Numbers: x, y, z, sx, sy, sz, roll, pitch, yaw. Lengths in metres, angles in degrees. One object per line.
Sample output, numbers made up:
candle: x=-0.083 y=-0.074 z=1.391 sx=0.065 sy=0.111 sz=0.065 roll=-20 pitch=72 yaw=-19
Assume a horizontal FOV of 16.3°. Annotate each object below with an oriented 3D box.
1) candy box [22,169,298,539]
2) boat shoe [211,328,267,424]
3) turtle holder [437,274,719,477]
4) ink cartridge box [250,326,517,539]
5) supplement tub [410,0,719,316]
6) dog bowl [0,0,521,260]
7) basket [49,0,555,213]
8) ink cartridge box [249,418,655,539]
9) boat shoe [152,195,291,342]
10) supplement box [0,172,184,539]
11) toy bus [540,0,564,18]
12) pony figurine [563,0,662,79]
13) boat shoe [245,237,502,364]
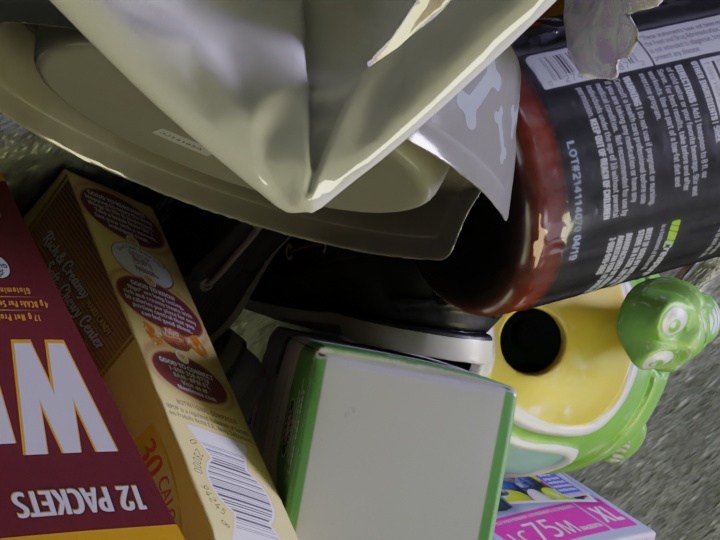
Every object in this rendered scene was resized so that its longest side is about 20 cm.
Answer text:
candy box: x=-0.104 y=0.072 z=0.975 sx=0.115 sy=0.201 sz=0.055 roll=-45 pitch=136 yaw=20
boat shoe: x=-0.092 y=0.120 z=1.051 sx=0.201 sy=0.068 sz=0.075 roll=-57 pitch=-162 yaw=-12
turtle holder: x=0.079 y=0.039 z=1.203 sx=0.131 sy=0.185 sz=0.142 roll=1 pitch=114 yaw=-53
ink cartridge box: x=-0.003 y=0.103 z=1.032 sx=0.084 sy=0.147 sz=0.200 roll=10 pitch=180 yaw=-6
supplement tub: x=0.114 y=-0.053 z=0.976 sx=0.199 sy=0.107 sz=0.107 roll=-14 pitch=149 yaw=-30
dog bowl: x=-0.036 y=-0.066 z=0.850 sx=0.200 sy=0.199 sz=0.059 roll=50 pitch=56 yaw=-67
basket: x=-0.037 y=-0.139 z=0.658 sx=0.135 sy=0.200 sz=0.123 roll=-42 pitch=-163 yaw=14
ink cartridge box: x=0.038 y=0.104 z=1.272 sx=0.119 sy=0.199 sz=0.042 roll=-3 pitch=117 yaw=-52
boat shoe: x=-0.054 y=-0.030 z=1.037 sx=0.200 sy=0.067 sz=0.057 roll=-41 pitch=135 yaw=23
supplement box: x=-0.191 y=0.093 z=0.890 sx=0.132 sy=0.198 sz=0.200 roll=0 pitch=139 yaw=-42
toy bus: x=0.097 y=-0.113 z=1.061 sx=0.199 sy=0.065 sz=0.078 roll=-34 pitch=157 yaw=-6
pony figurine: x=0.093 y=-0.151 z=0.904 sx=0.199 sy=0.168 sz=0.193 roll=-15 pitch=179 yaw=-12
boat shoe: x=0.003 y=0.000 z=1.081 sx=0.073 sy=0.064 sz=0.201 roll=7 pitch=180 yaw=-24
